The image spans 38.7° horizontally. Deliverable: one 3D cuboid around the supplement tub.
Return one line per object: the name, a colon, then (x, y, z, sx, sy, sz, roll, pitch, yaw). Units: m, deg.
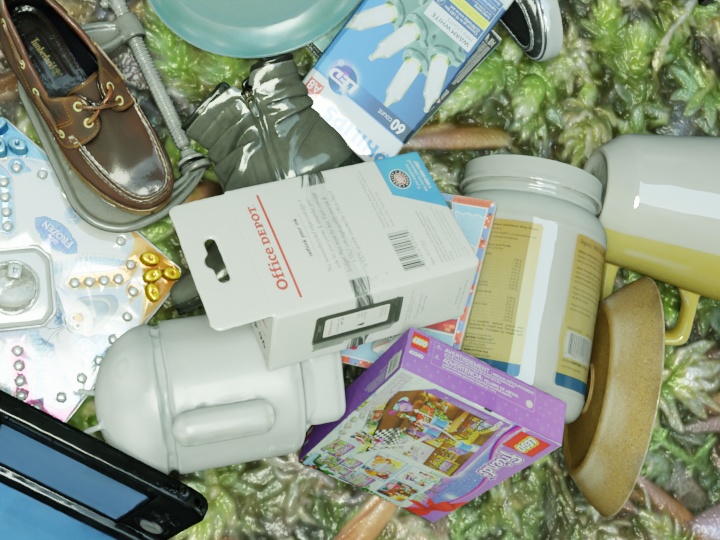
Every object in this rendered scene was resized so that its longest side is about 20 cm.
supplement tub: (0.131, 0.018, 0.870, 0.142, 0.144, 0.204, 14, 79, -15)

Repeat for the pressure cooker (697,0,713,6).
pressure cooker: (0.298, -0.352, 0.956, 0.197, 0.179, 0.178, 14, 108, -15)

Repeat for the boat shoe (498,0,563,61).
boat shoe: (0.116, -0.277, 0.940, 0.067, 0.072, 0.202, -25, 89, -20)

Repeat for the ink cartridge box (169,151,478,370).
ink cartridge box: (-0.029, -0.006, 0.743, 0.197, 0.068, 0.117, -13, 55, -20)

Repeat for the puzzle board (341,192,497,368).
puzzle board: (0.000, 0.000, 0.835, 0.197, 0.017, 0.153, 11, 78, 24)

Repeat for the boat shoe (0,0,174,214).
boat shoe: (-0.213, -0.132, 0.783, 0.070, 0.070, 0.201, -41, 92, -21)

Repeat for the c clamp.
c clamp: (-0.185, -0.137, 0.838, 0.169, 0.027, 0.203, -19, 84, -23)

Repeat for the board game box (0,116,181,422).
board game box: (-0.274, 0.013, 0.806, 0.199, 0.026, 0.201, 41, 73, -9)

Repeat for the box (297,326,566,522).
box: (0.050, 0.128, 0.805, 0.135, 0.200, 0.040, 26, 53, -12)

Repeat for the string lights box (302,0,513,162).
string lights box: (0.036, -0.192, 0.878, 0.102, 0.059, 0.201, 37, 89, -9)

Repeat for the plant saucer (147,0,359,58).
plant saucer: (-0.081, -0.260, 0.821, 0.197, 0.202, 0.028, -5, 49, -18)

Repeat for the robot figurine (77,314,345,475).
robot figurine: (-0.112, 0.090, 0.772, 0.196, 0.169, 0.115, -8, 99, -13)

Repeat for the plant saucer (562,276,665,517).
plant saucer: (0.205, 0.102, 0.862, 0.035, 0.200, 0.204, 11, 80, 1)

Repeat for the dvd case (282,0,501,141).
dvd case: (0.016, -0.233, 0.930, 0.200, 0.022, 0.146, 45, 73, -9)

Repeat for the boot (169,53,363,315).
boot: (-0.102, -0.070, 0.822, 0.199, 0.068, 0.131, -40, 99, -3)

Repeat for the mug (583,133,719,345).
mug: (0.278, -0.040, 0.929, 0.150, 0.150, 0.190, 10, 74, -8)

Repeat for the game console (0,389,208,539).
game console: (-0.237, 0.188, 0.735, 0.198, 0.176, 0.118, 30, 56, -16)
